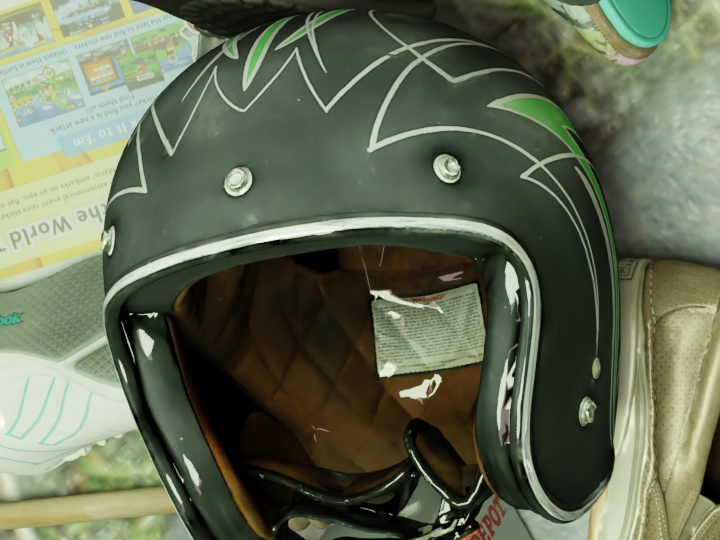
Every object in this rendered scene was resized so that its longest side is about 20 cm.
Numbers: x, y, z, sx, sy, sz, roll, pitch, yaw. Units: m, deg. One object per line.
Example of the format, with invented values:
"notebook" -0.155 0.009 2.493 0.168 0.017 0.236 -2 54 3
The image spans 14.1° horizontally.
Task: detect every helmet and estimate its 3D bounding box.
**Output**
"helmet" 0.000 0.000 1.043 0.200 0.200 0.191 -13 104 17

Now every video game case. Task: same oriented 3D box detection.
"video game case" -0.144 -0.086 1.186 0.200 0.023 0.182 -17 101 16

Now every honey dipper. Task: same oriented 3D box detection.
"honey dipper" -0.108 0.097 1.224 0.200 0.038 0.038 -6 104 19

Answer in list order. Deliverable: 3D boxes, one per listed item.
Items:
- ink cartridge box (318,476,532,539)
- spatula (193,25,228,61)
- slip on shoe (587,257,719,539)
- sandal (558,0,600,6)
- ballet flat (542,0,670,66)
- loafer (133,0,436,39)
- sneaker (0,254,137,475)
"ink cartridge box" 0.049 0.191 1.152 0.084 0.146 0.200 -28 97 20
"spatula" -0.060 -0.077 1.137 0.056 0.021 0.200 7 89 2
"slip on shoe" 0.126 0.094 1.146 0.060 0.076 0.200 3 99 19
"sandal" 0.018 -0.155 1.064 0.200 0.048 0.075 31 133 39
"ballet flat" 0.056 -0.168 1.097 0.071 0.069 0.200 -15 98 36
"loafer" -0.055 -0.131 1.076 0.073 0.200 0.071 -5 76 55
"sneaker" -0.121 0.043 1.193 0.200 0.071 0.080 -4 140 17
